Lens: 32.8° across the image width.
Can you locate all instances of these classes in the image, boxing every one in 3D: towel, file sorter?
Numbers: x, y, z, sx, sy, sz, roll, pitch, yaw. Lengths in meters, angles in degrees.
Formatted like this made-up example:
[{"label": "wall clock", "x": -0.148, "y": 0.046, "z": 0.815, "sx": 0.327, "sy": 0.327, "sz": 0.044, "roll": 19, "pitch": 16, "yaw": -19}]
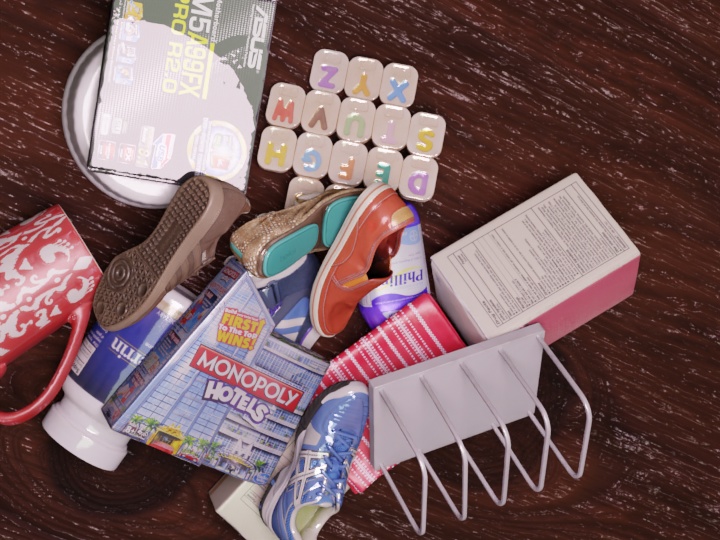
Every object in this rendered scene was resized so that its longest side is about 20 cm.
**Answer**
[{"label": "towel", "x": 0.036, "y": 0.136, "z": 1.356, "sx": 0.200, "sy": 0.022, "sz": 0.145, "roll": -37, "pitch": 104, "yaw": -7}, {"label": "file sorter", "x": 0.123, "y": 0.171, "z": 1.281, "sx": 0.199, "sy": 0.125, "sz": 0.139, "roll": -17, "pitch": 136, "yaw": -15}]

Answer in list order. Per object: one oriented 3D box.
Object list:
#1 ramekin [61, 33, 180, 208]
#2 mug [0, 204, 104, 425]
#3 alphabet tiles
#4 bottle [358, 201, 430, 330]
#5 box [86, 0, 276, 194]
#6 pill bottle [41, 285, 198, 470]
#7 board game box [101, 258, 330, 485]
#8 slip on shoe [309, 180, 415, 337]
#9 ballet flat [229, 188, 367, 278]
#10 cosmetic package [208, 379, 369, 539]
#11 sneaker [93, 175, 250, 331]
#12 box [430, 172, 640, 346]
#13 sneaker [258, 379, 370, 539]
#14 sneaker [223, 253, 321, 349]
[{"label": "ramekin", "x": -0.211, "y": -0.161, "z": 1.285, "sx": 0.199, "sy": 0.098, "sz": 0.202, "roll": -2, "pitch": 99, "yaw": -14}, {"label": "mug", "x": -0.359, "y": 0.046, "z": 1.269, "sx": 0.199, "sy": 0.133, "sz": 0.178, "roll": -34, "pitch": 111, "yaw": -12}, {"label": "alphabet tiles", "x": -0.010, "y": -0.141, "z": 1.346, "sx": 0.199, "sy": 0.015, "sz": 0.197, "roll": 12, "pitch": 83, "yaw": 0}, {"label": "bottle", "x": 0.037, "y": 0.025, "z": 1.391, "sx": 0.083, "sy": 0.065, "sz": 0.201, "roll": -10, "pitch": 100, "yaw": -13}, {"label": "box", "x": -0.178, "y": -0.185, "z": 1.216, "sx": 0.159, "sy": 0.044, "sz": 0.201, "roll": 9, "pitch": 96, "yaw": -15}, {"label": "pill bottle", "x": -0.246, "y": 0.104, "z": 1.306, "sx": 0.115, "sy": 0.116, "sz": 0.201, "roll": 33, "pitch": 90, "yaw": -16}, {"label": "board game box", "x": -0.129, "y": 0.102, "z": 1.257, "sx": 0.199, "sy": 0.062, "sz": 0.201, "roll": 27, "pitch": 93, "yaw": -26}, {"label": "slip on shoe", "x": 0.000, "y": 0.000, "z": 1.285, "sx": 0.061, "sy": 0.074, "sz": 0.201, "roll": 39, "pitch": 127, "yaw": 18}, {"label": "ballet flat", "x": -0.058, "y": -0.051, "z": 1.263, "sx": 0.200, "sy": 0.065, "sz": 0.071, "roll": -24, "pitch": 135, "yaw": -48}, {"label": "cosmetic package", "x": -0.067, "y": 0.220, "z": 1.390, "sx": 0.200, "sy": 0.071, "sz": 0.105, "roll": -45, "pitch": 106, "yaw": -4}, {"label": "sneaker", "x": -0.184, "y": -0.008, "z": 1.221, "sx": 0.200, "sy": 0.071, "sz": 0.075, "roll": -45, "pitch": 148, "yaw": 22}, {"label": "box", "x": 0.196, "y": 0.007, "z": 1.381, "sx": 0.199, "sy": 0.109, "sz": 0.128, "roll": -30, "pitch": 64, "yaw": -8}, {"label": "sneaker", "x": -0.034, "y": 0.208, "z": 1.292, "sx": 0.075, "sy": 0.077, "sz": 0.201, "roll": 13, "pitch": 110, "yaw": -34}, {"label": "sneaker", "x": -0.120, "y": 0.052, "z": 1.331, "sx": 0.200, "sy": 0.080, "sz": 0.146, "roll": -53, "pitch": 126, "yaw": -11}]
